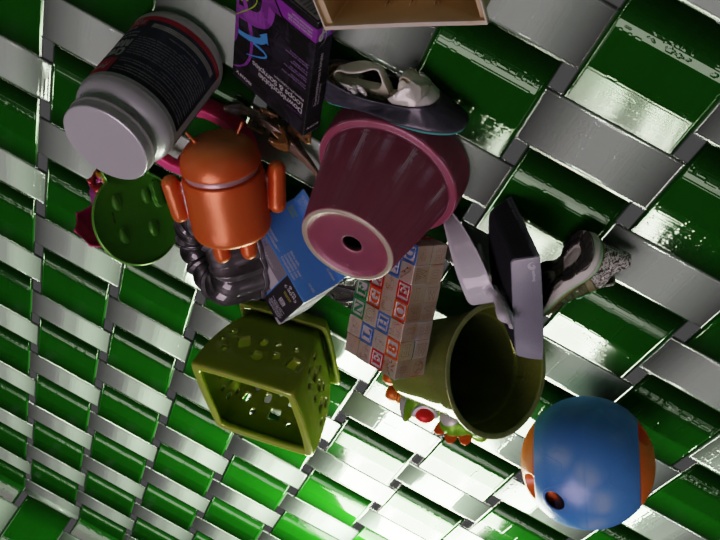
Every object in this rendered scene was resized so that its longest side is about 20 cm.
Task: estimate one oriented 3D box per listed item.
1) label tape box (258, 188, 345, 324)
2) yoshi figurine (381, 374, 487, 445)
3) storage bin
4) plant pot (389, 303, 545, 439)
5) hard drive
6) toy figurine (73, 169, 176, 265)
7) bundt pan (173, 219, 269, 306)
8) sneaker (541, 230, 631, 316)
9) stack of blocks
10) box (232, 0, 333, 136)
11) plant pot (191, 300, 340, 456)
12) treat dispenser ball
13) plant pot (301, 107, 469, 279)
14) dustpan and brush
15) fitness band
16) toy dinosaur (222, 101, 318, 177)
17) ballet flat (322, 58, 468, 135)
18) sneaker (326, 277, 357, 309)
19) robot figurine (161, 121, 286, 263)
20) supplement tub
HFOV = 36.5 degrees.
[{"bbox_3d":[-0.105,-0.017,1.626,0.144,0.063,0.200,60,154,5],"label":"label tape box"},{"bbox_3d":[0.141,0.208,1.813,0.200,0.112,0.112,28,108,26],"label":"yoshi figurine"},{"bbox_3d":[0.032,-0.362,1.136,0.200,0.094,0.199,6,140,31],"label":"storage bin"},{"bbox_3d":[0.143,0.144,1.648,0.200,0.200,0.190,48,153,-25],"label":"plant pot"},{"bbox_3d":[0.208,0.016,1.460,0.042,0.135,0.200,-13,135,-3],"label":"hard drive"},{"bbox_3d":[-0.404,-0.105,1.761,0.184,0.150,0.200,-1,105,53],"label":"toy figurine"},{"bbox_3d":[-0.223,-0.031,1.676,0.202,0.076,0.202,44,149,36],"label":"bundt pan"},{"bbox_3d":[0.295,0.017,1.462,0.088,0.077,0.200,13,156,-13],"label":"sneaker"},{"bbox_3d":[0.049,0.040,1.563,0.115,0.059,0.200,28,114,45],"label":"stack of blocks"},{"bbox_3d":[-0.098,-0.278,1.346,0.143,0.036,0.200,43,151,20],"label":"box"},{"bbox_3d":[-0.145,0.173,1.870,0.199,0.182,0.200,14,143,20],"label":"plant pot"},{"bbox_3d":[0.344,0.291,1.652,0.201,0.201,0.201,19,144,14],"label":"treat dispenser ball"},{"bbox_3d":[0.018,-0.095,1.413,0.200,0.179,0.200,19,144,15],"label":"plant pot"},{"bbox_3d":[0.165,0.015,1.474,0.057,0.200,0.140,-18,130,10],"label":"dustpan and brush"},{"bbox_3d":[-0.245,-0.195,1.599,0.200,0.037,0.144,11,142,23],"label":"fitness band"},{"bbox_3d":[-0.097,-0.179,1.514,0.200,0.060,0.106,43,170,-14],"label":"toy dinosaur"},{"bbox_3d":[0.037,-0.219,1.340,0.200,0.073,0.073,18,144,20],"label":"ballet flat"},{"bbox_3d":[0.000,0.000,1.642,0.114,0.076,0.199,30,149,-5],"label":"sneaker"},{"bbox_3d":[-0.185,-0.110,1.512,0.144,0.117,0.200,14,129,28],"label":"robot figurine"},{"bbox_3d":[-0.283,-0.231,1.434,0.140,0.200,0.140,19,144,14],"label":"supplement tub"}]
